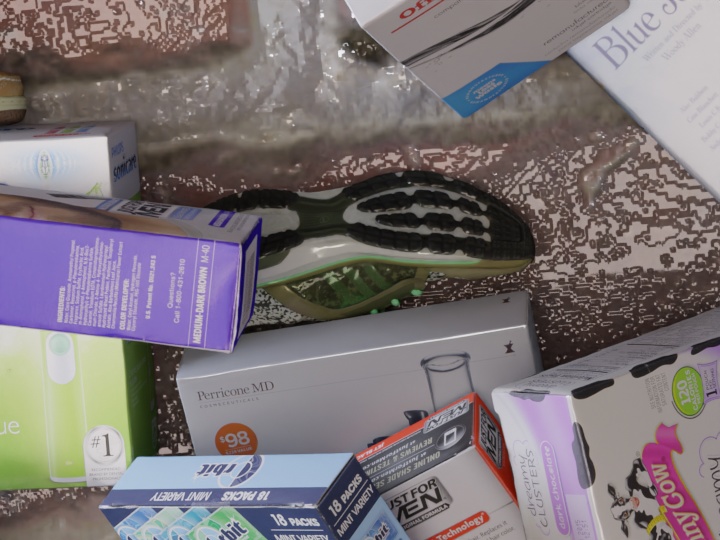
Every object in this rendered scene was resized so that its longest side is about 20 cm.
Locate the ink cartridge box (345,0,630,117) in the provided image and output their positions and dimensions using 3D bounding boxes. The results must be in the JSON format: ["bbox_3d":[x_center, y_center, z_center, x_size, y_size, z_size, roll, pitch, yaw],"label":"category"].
[{"bbox_3d":[0.052,-0.164,1.434,0.116,0.200,0.068,-34,65,11],"label":"ink cartridge box"}]

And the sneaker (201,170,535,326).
[{"bbox_3d":[0.000,0.000,1.552,0.200,0.077,0.089,-2,131,5],"label":"sneaker"}]

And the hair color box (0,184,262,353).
[{"bbox_3d":[-0.157,-0.006,1.451,0.200,0.109,0.065,5,99,2],"label":"hair color box"}]

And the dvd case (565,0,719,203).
[{"bbox_3d":[0.226,-0.112,1.519,0.200,0.018,0.143,44,102,-2],"label":"dvd case"}]

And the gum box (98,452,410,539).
[{"bbox_3d":[-0.025,0.186,1.491,0.170,0.045,0.200,-5,128,44],"label":"gum box"}]

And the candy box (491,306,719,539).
[{"bbox_3d":[0.183,0.117,1.480,0.200,0.072,0.168,-19,100,-33],"label":"candy box"}]

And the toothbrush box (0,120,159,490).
[{"bbox_3d":[-0.198,0.020,1.557,0.145,0.086,0.200,-2,98,6],"label":"toothbrush box"}]

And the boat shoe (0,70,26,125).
[{"bbox_3d":[-0.285,-0.126,1.553,0.200,0.072,0.076,8,89,5],"label":"boat shoe"}]

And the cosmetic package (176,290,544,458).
[{"bbox_3d":[0.010,0.101,1.546,0.200,0.052,0.151,-10,112,8],"label":"cosmetic package"}]

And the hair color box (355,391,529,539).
[{"bbox_3d":[0.075,0.175,1.516,0.101,0.061,0.200,-28,114,17],"label":"hair color box"}]
